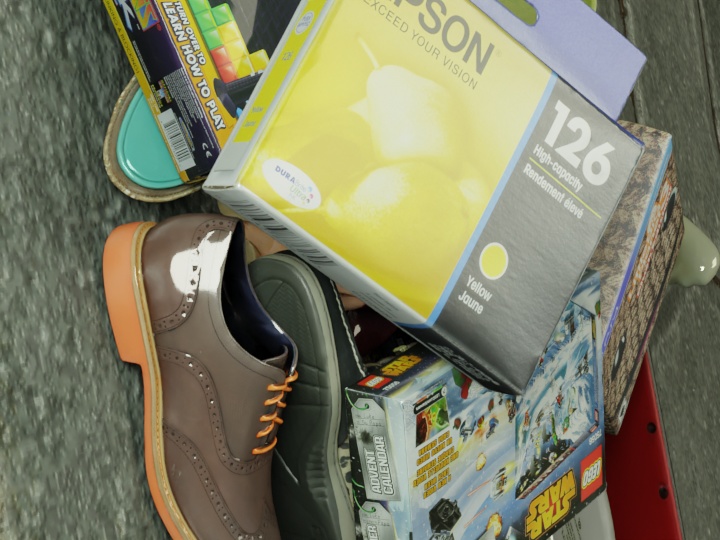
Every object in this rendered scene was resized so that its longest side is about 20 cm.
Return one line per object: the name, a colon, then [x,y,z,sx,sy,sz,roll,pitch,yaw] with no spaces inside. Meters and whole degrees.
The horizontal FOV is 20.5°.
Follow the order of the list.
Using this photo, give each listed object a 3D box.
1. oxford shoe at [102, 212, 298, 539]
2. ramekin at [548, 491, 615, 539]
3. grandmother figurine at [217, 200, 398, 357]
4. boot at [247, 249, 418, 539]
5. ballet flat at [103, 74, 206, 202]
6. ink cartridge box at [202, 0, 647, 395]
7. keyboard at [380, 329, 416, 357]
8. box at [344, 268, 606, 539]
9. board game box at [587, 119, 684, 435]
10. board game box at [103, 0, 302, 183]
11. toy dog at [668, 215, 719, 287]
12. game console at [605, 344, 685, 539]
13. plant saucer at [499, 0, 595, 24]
oxford shoe: [-0.063,0.070,0.956,0.071,0.072,0.201,-50,127,-66]
ramekin: [0.106,0.181,1.323,0.202,0.094,0.204,-11,90,-70]
grandmother figurine: [0.000,0.000,1.097,0.199,0.060,0.122,12,106,-47]
boot: [0.005,0.057,1.060,0.154,0.073,0.205,-36,128,-42]
ballet flat: [-0.069,-0.107,1.018,0.071,0.065,0.200,44,64,-13]
ink cartridge box: [0.047,-0.073,0.959,0.197,0.047,0.201,35,76,-29]
keyboard: [0.059,0.032,1.350,0.200,0.039,0.105,-27,102,-68]
box: [0.067,0.092,1.063,0.200,0.040,0.138,-28,120,-49]
board game box: [0.140,0.002,1.303,0.200,0.096,0.160,52,57,-71]
board game box: [-0.050,-0.166,0.968,0.165,0.057,0.201,-27,96,-29]
toy dog: [0.185,-0.056,1.603,0.200,0.139,0.195,39,27,-60]
game console: [0.205,0.145,1.574,0.172,0.118,0.202,-6,86,-70]
plant saucer: [0.045,-0.173,1.225,0.031,0.198,0.201,103,-5,-52]
